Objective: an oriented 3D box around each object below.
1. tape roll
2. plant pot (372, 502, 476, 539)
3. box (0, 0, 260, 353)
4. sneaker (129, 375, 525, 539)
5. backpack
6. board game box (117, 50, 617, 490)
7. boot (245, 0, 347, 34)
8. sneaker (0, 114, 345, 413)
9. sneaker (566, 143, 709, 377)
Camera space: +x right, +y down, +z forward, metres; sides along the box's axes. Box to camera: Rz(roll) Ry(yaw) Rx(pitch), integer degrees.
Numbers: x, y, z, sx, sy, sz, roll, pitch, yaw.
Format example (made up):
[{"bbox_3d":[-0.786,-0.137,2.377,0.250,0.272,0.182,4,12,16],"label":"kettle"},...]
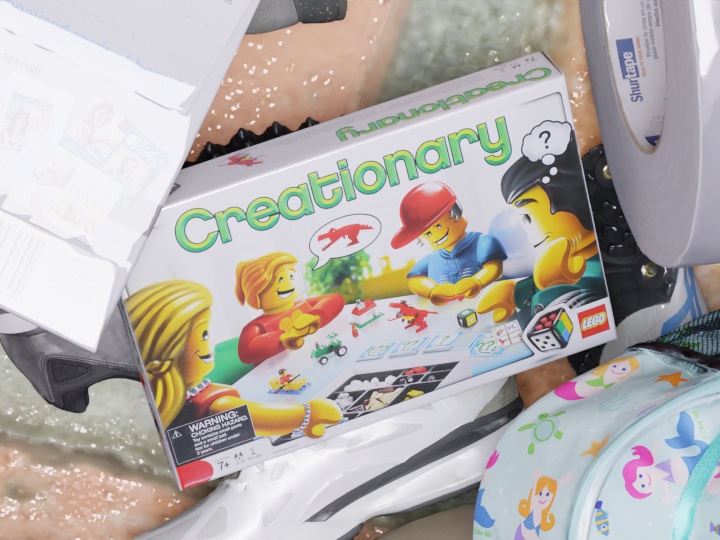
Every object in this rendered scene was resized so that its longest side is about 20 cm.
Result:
[{"bbox_3d":[0.138,-0.103,1.009,0.066,0.200,0.202,-8,112,-5],"label":"tape roll"},{"bbox_3d":[0.030,0.196,1.130,0.134,0.200,0.201,1,116,29],"label":"plant pot"},{"bbox_3d":[-0.128,-0.092,0.967,0.155,0.041,0.201,25,88,-9],"label":"box"},{"bbox_3d":[-0.029,0.064,1.124,0.200,0.076,0.116,-24,104,-8],"label":"sneaker"},{"bbox_3d":[0.149,0.117,1.029,0.199,0.150,0.179,-17,105,-27],"label":"backpack"},{"bbox_3d":[0.000,0.000,1.047,0.199,0.035,0.127,-19,117,-8],"label":"board game box"},{"bbox_3d":[-0.083,-0.178,1.020,0.130,0.068,0.201,-10,111,1],"label":"boot"},{"bbox_3d":[-0.066,0.001,1.091,0.199,0.067,0.091,-23,122,-3],"label":"sneaker"},{"bbox_3d":[0.134,0.037,1.142,0.071,0.072,0.201,-7,103,30],"label":"sneaker"}]
